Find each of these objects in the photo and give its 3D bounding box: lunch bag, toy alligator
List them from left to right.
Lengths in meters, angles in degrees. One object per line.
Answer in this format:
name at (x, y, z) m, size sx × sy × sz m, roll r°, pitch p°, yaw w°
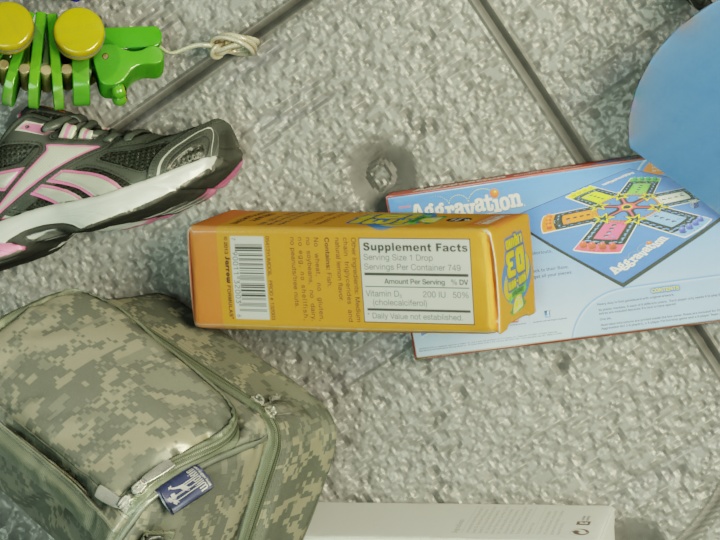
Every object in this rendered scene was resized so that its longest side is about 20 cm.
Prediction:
toy alligator at (-0.160, -0.120, 1.364) m, size 0.199 × 0.059 × 0.055 m, roll 4°, pitch 74°, yaw -5°
lunch bag at (-0.137, 0.105, 1.344) m, size 0.200 × 0.167 × 0.140 m, roll 34°, pitch 113°, yaw 34°

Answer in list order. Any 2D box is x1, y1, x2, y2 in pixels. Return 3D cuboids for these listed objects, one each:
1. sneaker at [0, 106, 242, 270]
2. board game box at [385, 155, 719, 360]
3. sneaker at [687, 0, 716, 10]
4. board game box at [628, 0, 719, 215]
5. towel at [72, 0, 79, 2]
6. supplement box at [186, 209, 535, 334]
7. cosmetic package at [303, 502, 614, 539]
sneaker at (-0.174, -0.063, 1.390) m, size 0.199 × 0.080 × 0.087 m, roll -17°, pitch 87°, yaw 12°
board game box at (0.120, -0.010, 1.363) m, size 0.199 × 0.019 × 0.103 m, roll -8°, pitch 102°, yaw 16°
sneaker at (0.151, -0.236, 1.285) m, size 0.086 × 0.080 × 0.201 m, roll -19°, pitch 100°, yaw 41°
board game box at (0.252, -0.091, 1.286) m, size 0.200 × 0.039 × 0.158 m, roll 34°, pitch 125°, yaw -21°
towel at (-0.166, -0.276, 1.358) m, size 0.147 × 0.050 × 0.201 m, roll -30°, pitch 94°, yaw 19°
supplement box at (0.000, 0.000, 1.354) m, size 0.199 × 0.066 × 0.069 m, roll 3°, pitch 102°, yaw 24°
cosmetic package at (0.055, 0.199, 1.400) m, size 0.199 × 0.071 × 0.102 m, roll 0°, pitch 102°, yaw 14°
